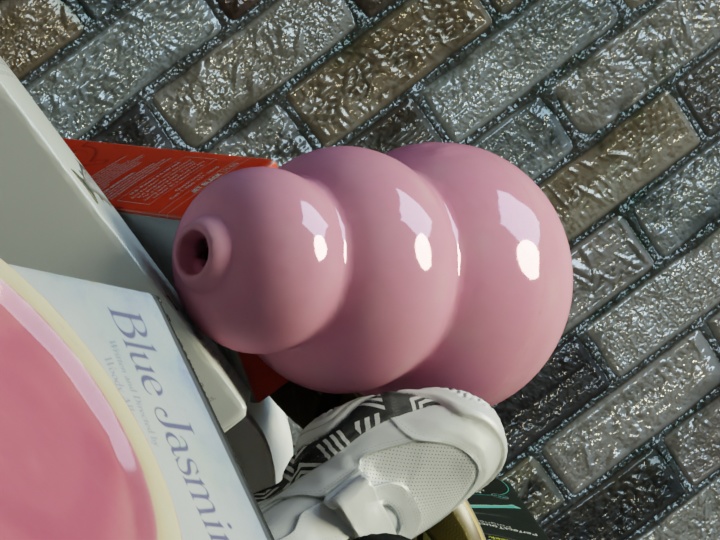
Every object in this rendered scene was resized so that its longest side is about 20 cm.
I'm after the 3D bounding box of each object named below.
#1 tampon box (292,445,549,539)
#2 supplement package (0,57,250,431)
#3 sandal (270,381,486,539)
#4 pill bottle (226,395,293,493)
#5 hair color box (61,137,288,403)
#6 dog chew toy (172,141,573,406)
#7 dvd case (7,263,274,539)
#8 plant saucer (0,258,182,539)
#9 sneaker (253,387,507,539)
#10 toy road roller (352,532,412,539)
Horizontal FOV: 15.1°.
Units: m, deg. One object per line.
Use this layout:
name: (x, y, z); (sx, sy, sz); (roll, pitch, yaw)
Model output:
tampon box: (0.016, 0.186, 1.479); (0.149, 0.127, 0.200); (11, 8, -8)
supplement package: (-0.150, 0.012, 1.172); (0.200, 0.117, 0.117); (53, 0, -2)
sandal: (0.010, 0.074, 1.304); (0.200, 0.054, 0.080); (54, -36, 26)
pill bottle: (-0.096, 0.089, 1.385); (0.120, 0.120, 0.200); (53, 0, -10)
hair color box: (-0.107, -0.004, 1.304); (0.200, 0.061, 0.102); (9, -54, 47)
dog chew toy: (0.000, 0.000, 1.183); (0.200, 0.125, 0.125); (7, 36, -45)
dvd case: (-0.103, 0.057, 0.886); (0.200, 0.018, 0.143); (14, 43, -57)
plant saucer: (-0.117, 0.054, 0.759); (0.201, 0.051, 0.201); (44, 21, -22)
sneaker: (-0.017, 0.130, 1.137); (0.115, 0.200, 0.075); (-119, -174, -50)
toy road roller: (-0.024, 0.203, 1.025); (0.123, 0.146, 0.201); (-129, -141, -54)
